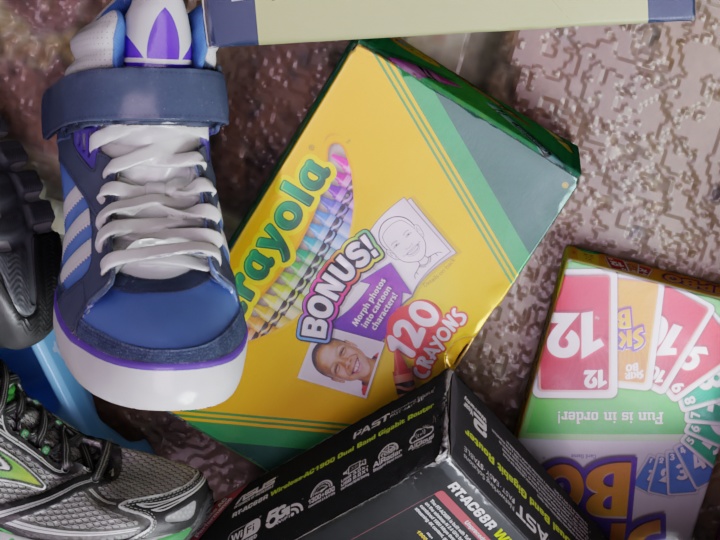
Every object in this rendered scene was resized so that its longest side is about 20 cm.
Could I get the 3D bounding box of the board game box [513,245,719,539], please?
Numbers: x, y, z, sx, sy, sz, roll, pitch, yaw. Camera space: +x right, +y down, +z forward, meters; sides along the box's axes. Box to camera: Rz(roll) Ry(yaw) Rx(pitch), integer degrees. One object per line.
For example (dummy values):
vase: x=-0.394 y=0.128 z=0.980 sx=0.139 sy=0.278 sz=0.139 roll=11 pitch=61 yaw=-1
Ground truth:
board game box: x=0.118 y=0.095 z=1.070 sx=0.095 sy=0.030 sz=0.201 roll=14 pitch=110 yaw=0

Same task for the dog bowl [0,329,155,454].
dog bowl: x=-0.172 y=0.078 z=1.077 sx=0.111 sy=0.050 sz=0.201 roll=-22 pitch=103 yaw=11

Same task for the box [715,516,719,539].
box: x=0.273 y=0.097 z=1.019 sx=0.198 sy=0.097 sz=0.177 roll=9 pitch=108 yaw=3

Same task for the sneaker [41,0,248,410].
sneaker: x=-0.093 y=-0.044 z=0.955 sx=0.080 sy=0.200 sz=0.147 roll=-2 pitch=115 yaw=-11

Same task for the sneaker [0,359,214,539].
sneaker: x=-0.163 y=0.082 z=1.012 sx=0.199 sy=0.078 sz=0.086 roll=13 pitch=107 yaw=2

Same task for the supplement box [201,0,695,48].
supplement box: x=0.033 y=-0.206 z=0.927 sx=0.198 sy=0.134 sz=0.201 roll=-2 pitch=107 yaw=6

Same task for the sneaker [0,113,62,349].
sneaker: x=-0.218 y=-0.039 z=1.028 sx=0.115 sy=0.075 sz=0.201 roll=-29 pitch=79 yaw=22

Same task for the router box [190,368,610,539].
router box: x=0.038 y=0.156 z=1.030 sx=0.149 sy=0.062 sz=0.200 roll=-30 pitch=120 yaw=23

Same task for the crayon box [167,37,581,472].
crayon box: x=0.000 y=0.000 z=1.033 sx=0.118 sy=0.058 sz=0.201 roll=30 pitch=108 yaw=-6
